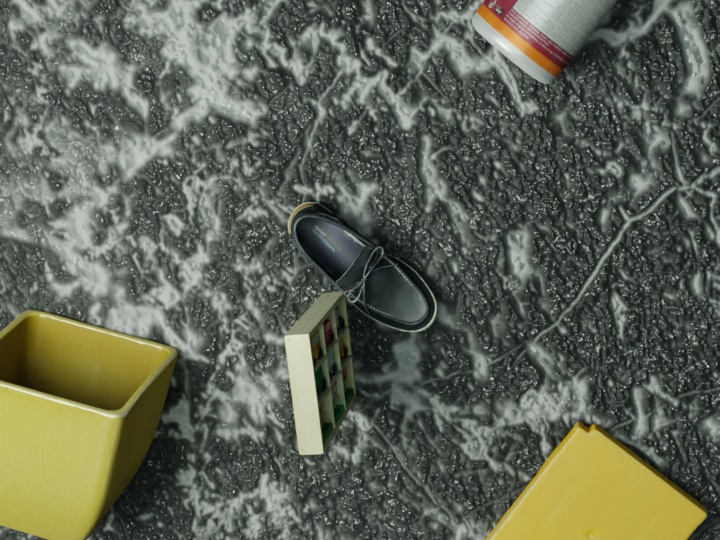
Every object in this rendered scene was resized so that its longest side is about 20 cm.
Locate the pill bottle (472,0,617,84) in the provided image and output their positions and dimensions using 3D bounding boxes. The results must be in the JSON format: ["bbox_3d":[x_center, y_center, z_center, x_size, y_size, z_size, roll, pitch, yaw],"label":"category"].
[{"bbox_3d":[0.213,-0.299,1.381,0.109,0.110,0.201,38,104,1],"label":"pill bottle"}]

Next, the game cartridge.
[{"bbox_3d":[0.260,0.293,1.531,0.176,0.032,0.201,37,102,1],"label":"game cartridge"}]

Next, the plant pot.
[{"bbox_3d":[-0.337,0.190,1.536,0.192,0.196,0.203,14,110,7],"label":"plant pot"}]

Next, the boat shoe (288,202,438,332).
[{"bbox_3d":[0.000,0.000,1.499,0.199,0.062,0.075,40,97,0],"label":"boat shoe"}]

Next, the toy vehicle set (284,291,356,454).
[{"bbox_3d":[-0.040,0.105,1.457,0.026,0.200,0.126,-5,101,11],"label":"toy vehicle set"}]
